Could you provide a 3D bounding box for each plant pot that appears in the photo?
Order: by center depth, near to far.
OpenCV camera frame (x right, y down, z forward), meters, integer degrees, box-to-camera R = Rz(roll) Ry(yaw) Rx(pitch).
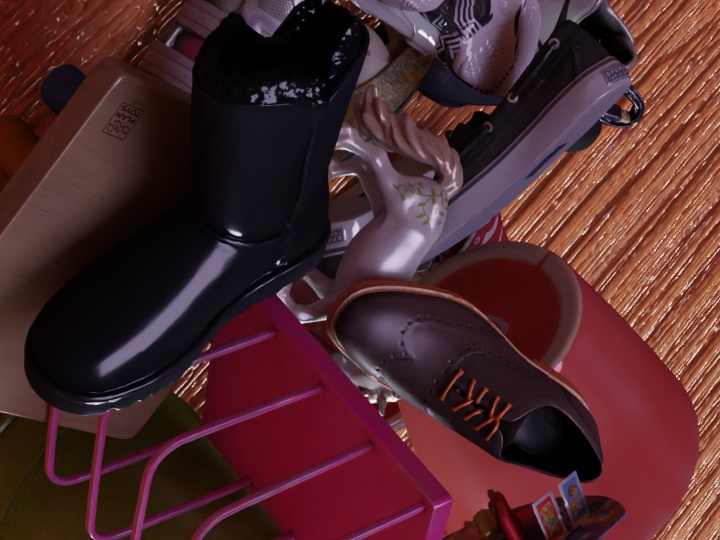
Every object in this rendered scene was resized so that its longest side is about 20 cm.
[{"bbox_3d":[-0.120,0.183,1.184,0.200,0.193,0.201,-32,136,-38],"label":"plant pot"},{"bbox_3d":[0.114,0.088,1.324,0.201,0.200,0.177,-51,137,-17],"label":"plant pot"}]

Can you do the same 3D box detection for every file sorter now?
[{"bbox_3d":[-0.069,0.121,1.034,0.125,0.200,0.139,-20,141,-31],"label":"file sorter"}]

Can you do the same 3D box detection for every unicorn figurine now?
[{"bbox_3d":[0.000,0.000,1.187,0.137,0.074,0.200,28,105,-18],"label":"unicorn figurine"}]

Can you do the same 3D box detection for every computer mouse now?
[{"bbox_3d":[0.121,-0.128,1.362,0.199,0.034,0.059,9,122,-26],"label":"computer mouse"}]

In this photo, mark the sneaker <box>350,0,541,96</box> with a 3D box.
[{"bbox_3d":[0.031,-0.181,1.202,0.075,0.115,0.200,-60,144,-4],"label":"sneaker"}]

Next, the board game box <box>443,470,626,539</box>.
[{"bbox_3d":[0.057,0.168,1.142,0.200,0.158,0.039,-33,101,-40],"label":"board game box"}]

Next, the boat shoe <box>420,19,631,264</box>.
[{"bbox_3d":[0.086,-0.078,1.221,0.200,0.057,0.069,-43,169,28],"label":"boat shoe"}]

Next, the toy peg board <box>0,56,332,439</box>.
[{"bbox_3d":[-0.152,-0.027,1.048,0.199,0.098,0.200,-52,148,10],"label":"toy peg board"}]

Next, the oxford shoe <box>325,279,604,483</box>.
[{"bbox_3d":[0.070,0.067,1.160,0.200,0.073,0.071,27,104,-24],"label":"oxford shoe"}]

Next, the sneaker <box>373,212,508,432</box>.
[{"bbox_3d":[0.043,0.020,1.401,0.200,0.071,0.113,-54,150,-27],"label":"sneaker"}]

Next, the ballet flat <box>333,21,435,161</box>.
[{"bbox_3d":[0.021,-0.151,1.268,0.200,0.071,0.071,-47,144,-22],"label":"ballet flat"}]

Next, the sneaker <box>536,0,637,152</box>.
[{"bbox_3d":[0.166,-0.148,1.438,0.074,0.088,0.200,-51,146,-19],"label":"sneaker"}]

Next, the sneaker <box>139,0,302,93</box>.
[{"bbox_3d":[-0.083,-0.117,1.126,0.088,0.081,0.201,-15,124,-50],"label":"sneaker"}]

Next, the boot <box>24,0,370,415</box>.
[{"bbox_3d":[-0.083,-0.037,0.947,0.200,0.076,0.168,-33,151,-32],"label":"boot"}]

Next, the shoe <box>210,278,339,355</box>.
[{"bbox_3d":[-0.066,0.038,1.233,0.200,0.071,0.091,18,55,-60],"label":"shoe"}]

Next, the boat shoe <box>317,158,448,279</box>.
[{"bbox_3d":[0.035,-0.033,1.322,0.200,0.072,0.068,-35,115,-51],"label":"boat shoe"}]
